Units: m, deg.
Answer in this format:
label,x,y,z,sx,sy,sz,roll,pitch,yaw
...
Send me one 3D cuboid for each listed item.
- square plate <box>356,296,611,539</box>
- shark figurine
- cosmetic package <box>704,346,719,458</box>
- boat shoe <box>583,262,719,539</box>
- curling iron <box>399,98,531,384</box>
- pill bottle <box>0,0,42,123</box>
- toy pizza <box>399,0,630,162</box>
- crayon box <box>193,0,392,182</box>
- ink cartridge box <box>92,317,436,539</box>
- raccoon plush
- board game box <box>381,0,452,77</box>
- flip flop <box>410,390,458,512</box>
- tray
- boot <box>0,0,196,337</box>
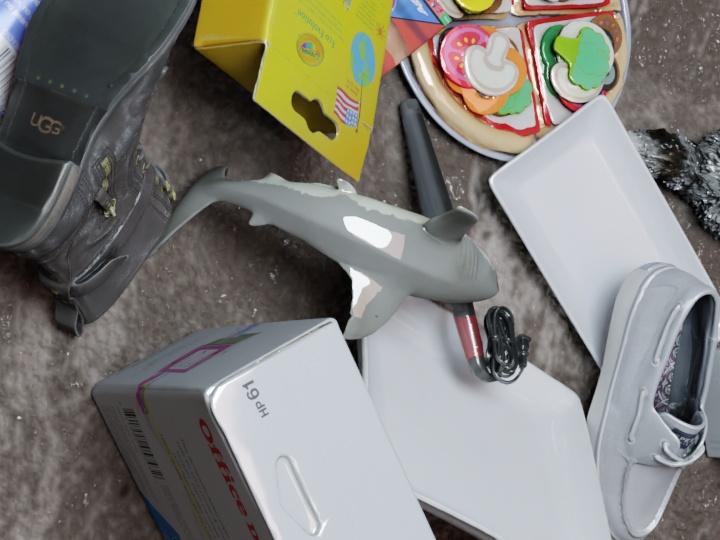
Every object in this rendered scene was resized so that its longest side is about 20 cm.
label,x,y,z,sx,sy,sz,roll,pitch,yaw
square plate,0.071,0.102,0.916,0.198,0.028,0.200,32,29,-22
shark figurine,-0.016,-0.007,0.860,0.214,0.128,0.090,17,80,-5
cosmetic package,0.357,0.084,1.075,0.200,0.108,0.085,-7,90,-25
boat shoe,0.203,0.097,0.996,0.072,0.068,0.200,6,101,-32
curling iron,0.061,-0.018,0.961,0.050,0.026,0.200,-7,72,-49
pill bottle,-0.181,-0.157,0.821,0.112,0.112,0.200,47,67,-16
toy pizza,0.110,-0.174,1.010,0.200,0.032,0.201,3,84,-28
crayon box,-0.032,-0.165,0.851,0.127,0.051,0.200,35,60,-56
ink cartridge box,-0.057,0.110,0.813,0.085,0.200,0.145,-28,99,-24
raccoon plush,0.286,-0.062,1.034,0.200,0.134,0.097,-5,88,-27
board game box,-0.040,-0.207,0.932,0.103,0.019,0.200,-41,96,-22
flip flop,0.040,0.123,0.940,0.200,0.058,0.081,21,34,-37
tray,0.173,-0.011,1.027,0.107,0.022,0.200,-37,105,-15
boot,-0.137,-0.068,0.813,0.069,0.174,0.200,30,83,15
